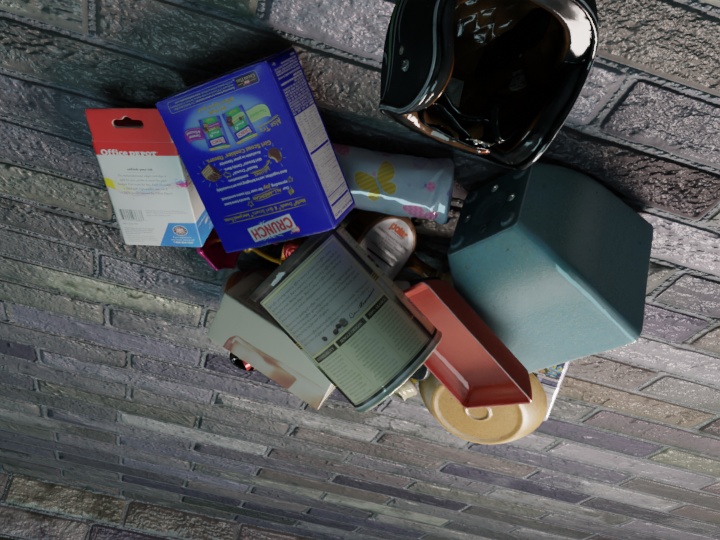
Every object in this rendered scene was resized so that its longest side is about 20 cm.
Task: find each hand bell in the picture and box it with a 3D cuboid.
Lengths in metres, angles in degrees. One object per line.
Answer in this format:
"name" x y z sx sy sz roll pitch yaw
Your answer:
"hand bell" 0.099 0.003 1.210 0.200 0.104 0.104 33 143 -14

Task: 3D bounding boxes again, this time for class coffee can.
"coffee can" -0.018 0.055 1.005 0.200 0.146 0.146 47 142 -2

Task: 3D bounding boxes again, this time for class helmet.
"helmet" 0.116 -0.207 0.737 0.199 0.191 0.200 22 -174 -2

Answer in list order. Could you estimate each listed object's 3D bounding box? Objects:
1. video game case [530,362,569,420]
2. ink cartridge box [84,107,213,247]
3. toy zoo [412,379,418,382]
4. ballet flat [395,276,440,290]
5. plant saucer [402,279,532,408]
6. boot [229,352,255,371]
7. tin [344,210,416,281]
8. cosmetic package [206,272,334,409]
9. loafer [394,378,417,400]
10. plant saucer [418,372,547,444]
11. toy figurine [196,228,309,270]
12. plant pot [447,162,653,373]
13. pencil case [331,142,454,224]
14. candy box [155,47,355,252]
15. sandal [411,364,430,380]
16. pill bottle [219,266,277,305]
"video game case" 0.202 0.131 1.201 0.199 0.023 0.183 16 132 10
"ink cartridge box" -0.268 -0.131 1.052 0.116 0.067 0.201 3 127 12
"toy zoo" 0.034 0.122 1.343 0.020 0.132 0.199 -19 -173 -43
"ballet flat" 0.039 0.059 1.190 0.073 0.073 0.200 26 140 -25
"plant saucer" 0.123 0.095 1.064 0.200 0.037 0.200 48 159 -3
"boot" -0.126 0.114 1.366 0.199 0.144 0.073 -18 110 36
"tin" 0.000 0.000 1.125 0.042 0.200 0.112 38 -178 42
"cosmetic package" -0.111 0.101 1.191 0.200 0.103 0.087 33 116 8
"loafer" 0.002 0.166 1.300 0.199 0.068 0.076 22 160 34
"plant saucer" 0.181 0.202 1.228 0.199 0.035 0.201 12 130 14
"toy figurine" -0.147 -0.051 1.148 0.183 0.150 0.201 18 126 6
"plant pot" 0.223 -0.019 1.028 0.200 0.197 0.195 40 139 -22
"pencil case" 0.022 -0.113 1.023 0.199 0.084 0.091 9 -173 0
"candy box" -0.120 -0.135 0.949 0.168 0.077 0.201 -10 111 31
"sandal" 0.059 0.084 1.265 0.048 0.201 0.075 -3 135 -42
"pill bottle" -0.115 0.048 1.293 0.199 0.113 0.112 -6 146 24
